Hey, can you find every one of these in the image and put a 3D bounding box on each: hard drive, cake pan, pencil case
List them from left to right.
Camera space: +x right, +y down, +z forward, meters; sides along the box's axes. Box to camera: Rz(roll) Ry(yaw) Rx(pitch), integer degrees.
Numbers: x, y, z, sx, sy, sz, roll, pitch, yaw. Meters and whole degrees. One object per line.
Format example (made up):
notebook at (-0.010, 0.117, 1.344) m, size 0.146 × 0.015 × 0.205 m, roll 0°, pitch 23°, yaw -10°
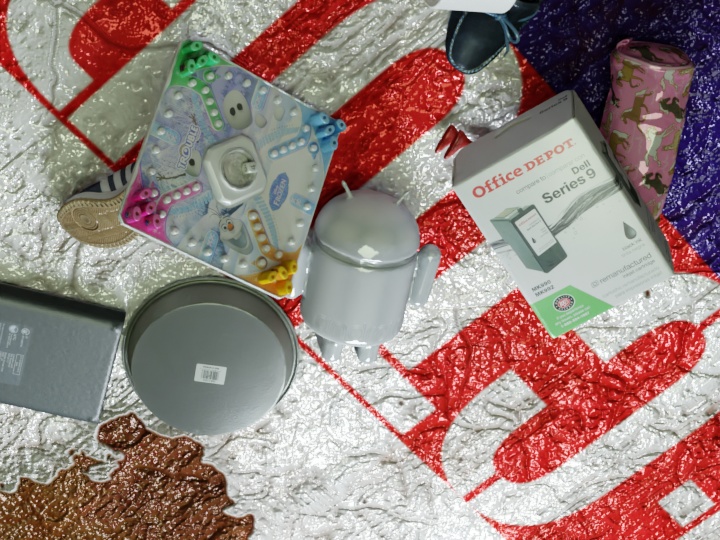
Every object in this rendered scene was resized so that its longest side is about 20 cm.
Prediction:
hard drive at (-0.371, 0.087, 1.729) m, size 0.199 × 0.033 × 0.140 m, roll 14°, pitch 116°, yaw -10°
cake pan at (-0.167, 0.103, 1.745) m, size 0.199 × 0.037 × 0.201 m, roll -1°, pitch 119°, yaw -2°
pencil case at (0.283, -0.138, 1.611) m, size 0.086 × 0.083 × 0.201 m, roll 0°, pitch 119°, yaw -16°

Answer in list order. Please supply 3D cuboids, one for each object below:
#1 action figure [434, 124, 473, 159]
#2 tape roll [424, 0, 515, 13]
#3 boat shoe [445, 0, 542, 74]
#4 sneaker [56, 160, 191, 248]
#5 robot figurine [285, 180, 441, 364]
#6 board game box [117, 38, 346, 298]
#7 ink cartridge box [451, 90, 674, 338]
action figure at (0.168, -0.080, 1.649) m, size 0.200 × 0.065 × 0.052 m, roll 30°, pitch 91°, yaw -16°
tape roll at (0.104, -0.336, 1.426) m, size 0.070 × 0.203 × 0.203 m, roll 3°, pitch 118°, yaw -11°
boat shoe at (0.142, -0.278, 1.537) m, size 0.084 × 0.069 × 0.200 m, roll 22°, pitch 115°, yaw -13°
sneaker at (-0.227, -0.094, 1.627) m, size 0.200 × 0.109 × 0.070 m, roll -18°, pitch 125°, yaw 42°
robot figurine at (0.000, 0.000, 1.654) m, size 0.169 × 0.113 × 0.201 m, roll 1°, pitch 119°, yaw -17°
board game box at (-0.121, -0.100, 1.551) m, size 0.200 × 0.026 × 0.201 m, roll 27°, pitch 72°, yaw -30°
ink cartridge box at (0.201, -0.056, 1.569) m, size 0.146 × 0.084 × 0.200 m, roll -30°, pitch 110°, yaw 18°
